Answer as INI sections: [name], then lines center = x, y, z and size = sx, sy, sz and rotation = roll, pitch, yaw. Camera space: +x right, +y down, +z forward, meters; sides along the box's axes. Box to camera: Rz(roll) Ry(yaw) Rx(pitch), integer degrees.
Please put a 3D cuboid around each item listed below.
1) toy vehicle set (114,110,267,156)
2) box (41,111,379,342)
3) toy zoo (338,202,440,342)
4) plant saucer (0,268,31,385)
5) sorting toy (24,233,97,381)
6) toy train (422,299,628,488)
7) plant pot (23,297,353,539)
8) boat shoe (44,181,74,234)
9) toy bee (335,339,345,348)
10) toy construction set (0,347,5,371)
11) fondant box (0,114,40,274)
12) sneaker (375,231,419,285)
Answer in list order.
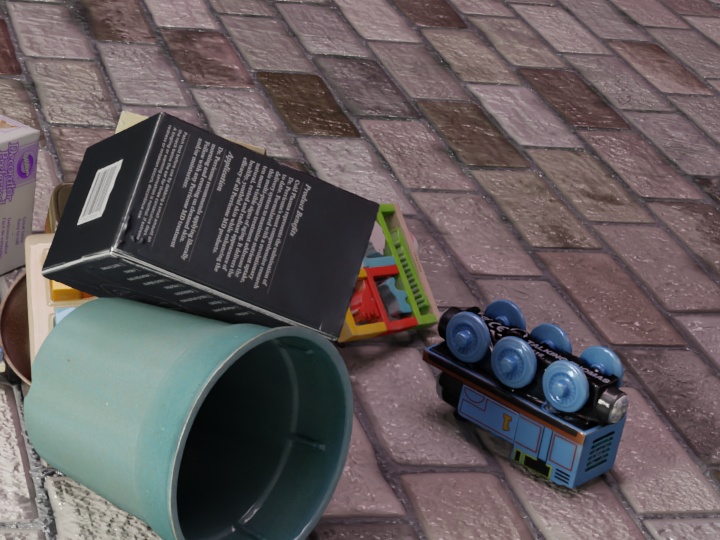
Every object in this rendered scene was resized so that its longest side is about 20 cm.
[toy vehicle set]
center = -0.139, -0.082, 1.688
size = 0.124, 0.027, 0.200
rotation = 16, -12, 3
[box]
center = -0.124, -0.024, 1.566
size = 0.197, 0.124, 0.200
rotation = 24, -14, -21
[toy zoo]
center = 0.000, 0.000, 1.858
size = 0.020, 0.131, 0.200
rotation = -26, -10, 30
[plant saucer]
center = -0.220, 0.055, 1.729
size = 0.200, 0.037, 0.200
rotation = 2, 46, -2
[sorting toy]
center = -0.198, 0.028, 1.708
size = 0.185, 0.036, 0.200
rotation = -4, 47, -9
[toy train]
center = 0.144, 0.105, 1.720
size = 0.200, 0.114, 0.087
rotation = 26, 25, 32
[plant pot]
center = -0.144, 0.115, 1.517
size = 0.196, 0.200, 0.200
rotation = 17, 24, 36
[boat shoe]
center = -0.269, 0.008, 1.842
size = 0.072, 0.068, 0.200
rotation = 11, 44, -12
[toy bee]
center = -0.072, -0.004, 1.887
size = 0.200, 0.109, 0.131
rotation = 25, -11, 15
[toy construction set]
center = -0.410, 0.068, 1.640
size = 0.131, 0.092, 0.200
rotation = 26, 18, 32
[fondant box]
center = -0.391, -0.053, 1.835
size = 0.058, 0.144, 0.200
rotation = 20, 26, 24
[sneaker]
center = -0.042, -0.047, 1.987
size = 0.200, 0.075, 0.105
rotation = 18, -17, 31
